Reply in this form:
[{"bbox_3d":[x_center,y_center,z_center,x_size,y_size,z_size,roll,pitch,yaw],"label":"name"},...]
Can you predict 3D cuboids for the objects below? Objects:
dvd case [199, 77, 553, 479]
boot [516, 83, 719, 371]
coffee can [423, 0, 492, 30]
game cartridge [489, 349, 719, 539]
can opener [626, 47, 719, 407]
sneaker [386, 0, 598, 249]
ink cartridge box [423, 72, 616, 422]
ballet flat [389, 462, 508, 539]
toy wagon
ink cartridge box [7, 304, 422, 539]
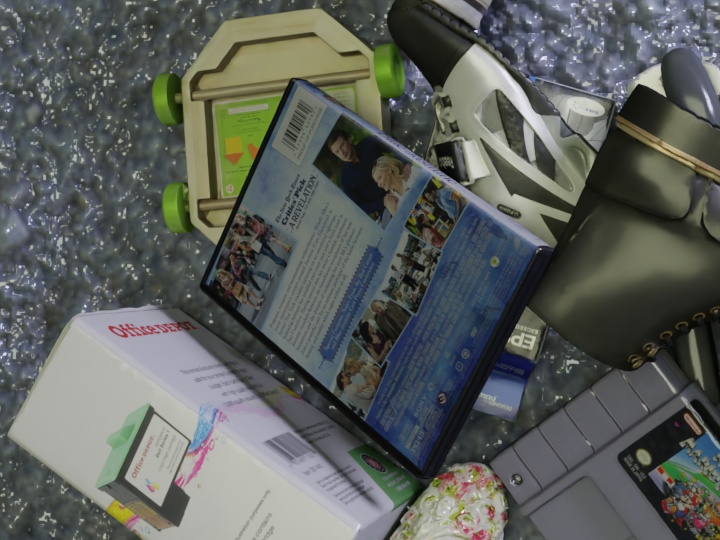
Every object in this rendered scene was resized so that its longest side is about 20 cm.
[{"bbox_3d":[0.000,0.000,0.785,0.200,0.018,0.143,38,111,34],"label":"dvd case"},{"bbox_3d":[0.190,0.015,0.723,0.200,0.077,0.138,34,104,10],"label":"boot"},{"bbox_3d":[0.054,-0.255,0.788,0.146,0.146,0.200,33,99,13],"label":"coffee can"},{"bbox_3d":[0.178,0.152,0.796,0.130,0.038,0.200,-43,78,33],"label":"game cartridge"},{"bbox_3d":[0.187,-0.022,0.791,0.053,0.067,0.200,-10,87,16],"label":"can opener"},{"bbox_3d":[0.072,-0.059,0.773,0.089,0.074,0.200,-43,89,5],"label":"sneaker"},{"bbox_3d":[0.074,-0.016,0.832,0.099,0.039,0.200,16,95,5],"label":"ink cartridge box"},{"bbox_3d":[0.030,0.207,0.832,0.076,0.064,0.200,29,98,-18],"label":"ballet flat"},{"bbox_3d":[-0.045,-0.056,0.873,0.155,0.040,0.200,-5,90,16],"label":"toy wagon"},{"bbox_3d":[-0.080,0.110,0.828,0.200,0.145,0.084,34,99,13],"label":"ink cartridge box"}]
